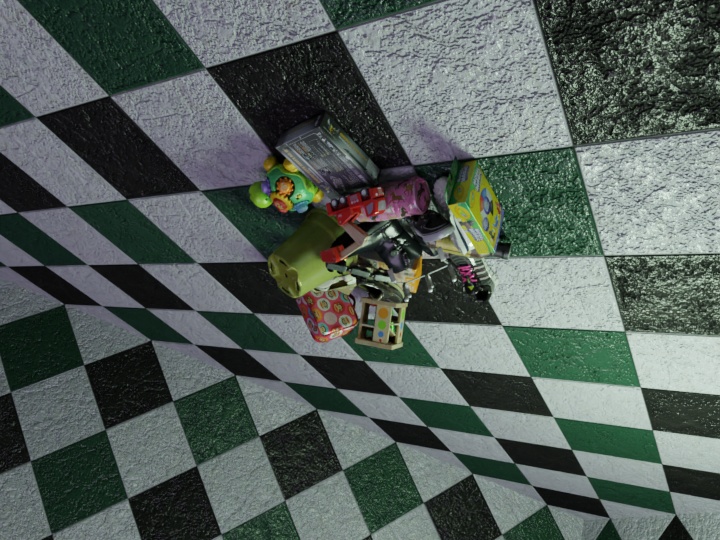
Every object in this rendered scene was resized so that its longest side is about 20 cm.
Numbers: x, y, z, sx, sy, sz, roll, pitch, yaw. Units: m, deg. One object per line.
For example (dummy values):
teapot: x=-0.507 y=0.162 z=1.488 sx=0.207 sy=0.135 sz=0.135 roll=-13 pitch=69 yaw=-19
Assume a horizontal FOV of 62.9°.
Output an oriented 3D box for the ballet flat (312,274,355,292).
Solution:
ballet flat: x=-0.062 y=0.023 z=1.719 sx=0.196 sy=0.072 sz=0.071 roll=-13 pitch=149 yaw=-2

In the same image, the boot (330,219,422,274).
boot: x=0.043 y=-0.047 z=1.495 sx=0.198 sy=0.077 sz=0.169 roll=-33 pitch=122 yaw=12

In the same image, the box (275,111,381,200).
box: x=-0.072 y=-0.254 z=1.346 sx=0.157 sy=0.049 sz=0.200 roll=-11 pitch=139 yaw=45

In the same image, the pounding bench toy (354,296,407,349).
pounding bench toy: x=0.080 y=0.154 z=1.869 sx=0.122 sy=0.159 sz=0.199 roll=8 pitch=-179 yaw=20

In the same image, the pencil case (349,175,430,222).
pencil case: x=0.068 y=-0.165 z=1.371 sx=0.197 sy=0.083 sz=0.087 roll=-2 pitch=133 yaw=37

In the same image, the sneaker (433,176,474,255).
sneaker: x=0.228 y=-0.135 z=1.344 sx=0.080 sy=0.077 sz=0.202 roll=-27 pitch=123 yaw=0

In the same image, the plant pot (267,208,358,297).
plant pot: x=-0.138 y=-0.031 z=1.558 sx=0.199 sy=0.184 sz=0.203 roll=31 pitch=141 yaw=29

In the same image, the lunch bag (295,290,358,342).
lunch bag: x=-0.096 y=0.109 z=1.832 sx=0.174 sy=0.202 sz=0.082 roll=-16 pitch=159 yaw=-29

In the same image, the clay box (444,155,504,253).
clay box: x=0.246 y=-0.142 z=1.262 sx=0.047 sy=0.116 sz=0.200 roll=-3 pitch=145 yaw=35

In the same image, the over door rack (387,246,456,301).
over door rack: x=0.162 y=0.019 z=1.485 sx=0.146 sy=0.068 sz=0.200 roll=-24 pitch=162 yaw=11

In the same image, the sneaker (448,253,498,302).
sneaker: x=0.291 y=0.014 z=1.530 sx=0.073 sy=0.089 sz=0.200 roll=-8 pitch=140 yaw=42

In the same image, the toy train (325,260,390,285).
toy train: x=0.000 y=0.000 z=1.517 sx=0.197 sy=0.046 sz=0.035 roll=13 pitch=116 yaw=-23

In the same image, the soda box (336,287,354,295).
soda box: x=-0.105 y=-0.002 z=1.791 sx=0.197 sy=0.065 sz=0.068 roll=25 pitch=152 yaw=-9

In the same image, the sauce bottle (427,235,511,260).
sauce bottle: x=0.266 y=-0.064 z=1.437 sx=0.196 sy=0.066 sz=0.065 roll=14 pitch=151 yaw=14

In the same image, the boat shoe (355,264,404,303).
boat shoe: x=0.048 y=0.053 z=1.618 sx=0.072 sy=0.066 sz=0.199 roll=-10 pitch=148 yaw=42

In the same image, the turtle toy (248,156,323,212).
turtle toy: x=-0.194 y=-0.201 z=1.460 sx=0.198 sy=0.102 sz=0.146 roll=6 pitch=150 yaw=40

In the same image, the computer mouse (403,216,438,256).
computer mouse: x=0.141 y=-0.108 z=1.486 sx=0.200 sy=0.034 sz=0.058 roll=48 pitch=167 yaw=-33

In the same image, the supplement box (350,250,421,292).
supplement box: x=0.069 y=-0.019 z=1.635 sx=0.196 sy=0.074 sz=0.127 roll=14 pitch=151 yaw=13

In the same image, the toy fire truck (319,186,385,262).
toy fire truck: x=-0.019 y=-0.104 z=1.368 sx=0.197 sy=0.048 sz=0.144 roll=-13 pitch=93 yaw=36

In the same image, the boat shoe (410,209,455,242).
boat shoe: x=0.157 y=-0.109 z=1.350 sx=0.057 sy=0.068 sz=0.200 roll=63 pitch=174 yaw=-14
